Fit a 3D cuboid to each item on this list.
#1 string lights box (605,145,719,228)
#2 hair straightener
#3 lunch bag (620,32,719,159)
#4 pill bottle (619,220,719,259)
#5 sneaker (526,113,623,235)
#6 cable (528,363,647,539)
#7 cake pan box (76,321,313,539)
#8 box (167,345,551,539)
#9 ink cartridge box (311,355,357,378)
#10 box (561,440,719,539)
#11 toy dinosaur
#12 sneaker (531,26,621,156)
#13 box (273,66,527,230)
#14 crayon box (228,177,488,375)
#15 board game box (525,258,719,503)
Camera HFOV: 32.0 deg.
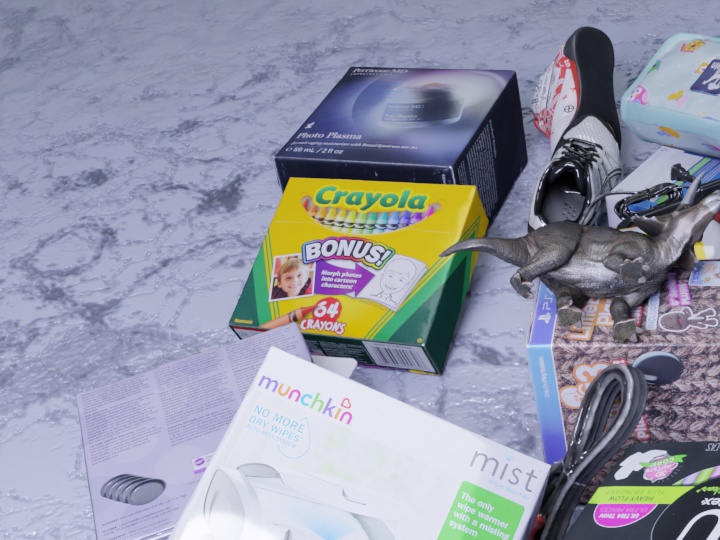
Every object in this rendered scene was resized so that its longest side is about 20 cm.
[{"bbox_3d":[0.339,-0.048,1.157,0.200,0.059,0.103,22,48,41],"label":"string lights box"},{"bbox_3d":[0.284,-0.058,1.118,0.199,0.041,0.077,-19,38,10],"label":"hair straightener"},{"bbox_3d":[0.373,-0.162,1.218,0.200,0.122,0.170,-15,27,-40],"label":"lunch bag"},{"bbox_3d":[0.253,0.015,1.050,0.199,0.112,0.111,-9,34,8],"label":"pill bottle"},{"bbox_3d":[0.209,-0.086,1.195,0.075,0.088,0.200,11,55,14],"label":"sneaker"},{"bbox_3d":[0.130,0.148,0.867,0.050,0.200,0.097,15,42,-18],"label":"cable"},{"bbox_3d":[-0.107,0.132,0.946,0.199,0.052,0.184,-19,38,-8],"label":"cake pan box"},{"bbox_3d":[-0.003,0.174,0.801,0.200,0.097,0.177,23,67,13],"label":"box"},{"bbox_3d":[-0.078,0.156,1.006,0.116,0.068,0.200,3,38,22],"label":"ink cartridge box"},{"bbox_3d":[0.196,0.209,0.742,0.148,0.124,0.200,-12,25,50],"label":"box"},{"bbox_3d":[0.159,-0.004,0.881,0.199,0.077,0.102,-7,23,20],"label":"toy dinosaur"},{"bbox_3d":[0.227,-0.149,1.341,0.067,0.108,0.202,10,69,-11],"label":"sneaker"},{"bbox_3d":[0.046,-0.117,1.307,0.199,0.124,0.199,5,37,25],"label":"box"},{"bbox_3d":[0.000,0.000,1.165,0.199,0.058,0.173,5,59,26],"label":"crayon box"},{"bbox_3d":[0.233,0.083,0.917,0.199,0.160,0.097,-2,36,18],"label":"board game box"}]
